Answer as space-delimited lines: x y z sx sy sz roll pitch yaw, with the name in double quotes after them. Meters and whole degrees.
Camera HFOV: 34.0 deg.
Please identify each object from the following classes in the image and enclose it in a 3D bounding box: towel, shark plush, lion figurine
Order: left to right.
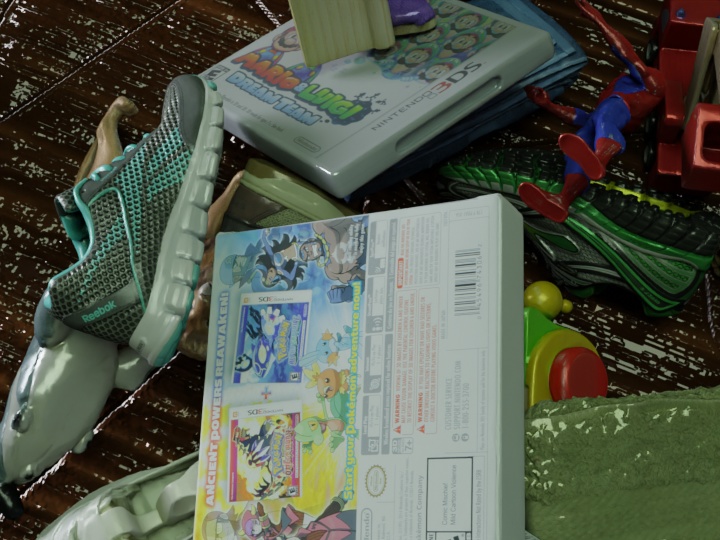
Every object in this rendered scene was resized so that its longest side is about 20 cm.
-0.198 0.088 0.753 0.083 0.091 0.200 16 86 51 "shark plush"
-0.137 -0.029 0.804 0.200 0.072 0.123 30 78 27 "lion figurine"
0.051 -0.133 0.845 0.200 0.049 0.112 -29 52 -12 "towel"
0.183 0.138 0.670 0.200 0.036 0.149 -5 91 -10 "towel"

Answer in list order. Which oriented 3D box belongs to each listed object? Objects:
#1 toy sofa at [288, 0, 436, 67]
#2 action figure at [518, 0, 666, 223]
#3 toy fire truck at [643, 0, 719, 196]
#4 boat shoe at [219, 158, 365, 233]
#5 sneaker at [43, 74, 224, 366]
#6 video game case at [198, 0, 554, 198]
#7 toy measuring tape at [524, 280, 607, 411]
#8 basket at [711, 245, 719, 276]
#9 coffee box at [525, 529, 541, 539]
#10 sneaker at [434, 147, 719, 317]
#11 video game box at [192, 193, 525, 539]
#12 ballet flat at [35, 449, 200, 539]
-0.021 -0.234 0.836 0.097 0.083 0.200 -17 40 -4 "toy sofa"
0.141 -0.113 0.771 0.099 0.065 0.200 43 36 5 "action figure"
0.233 -0.122 0.802 0.049 0.141 0.200 7 66 2 "toy fire truck"
0.000 0.000 0.769 0.201 0.072 0.066 31 95 -19 "boat shoe"
-0.136 -0.044 0.711 0.091 0.078 0.200 14 56 -12 "sneaker"
-0.001 -0.136 0.804 0.182 0.024 0.200 -35 40 -19 "video game case"
0.113 0.106 0.711 0.073 0.074 0.200 3 80 0 "toy measuring tape"
0.349 -0.066 0.778 0.143 0.149 0.200 31 69 12 "basket"
0.026 0.174 0.661 0.200 0.044 0.123 27 102 33 "coffee box"
0.135 -0.027 0.795 0.200 0.085 0.078 25 24 26 "sneaker"
-0.001 0.068 0.643 0.182 0.047 0.200 -5 72 25 "video game box"
-0.126 0.148 0.721 0.200 0.069 0.069 -27 69 -12 "ballet flat"
